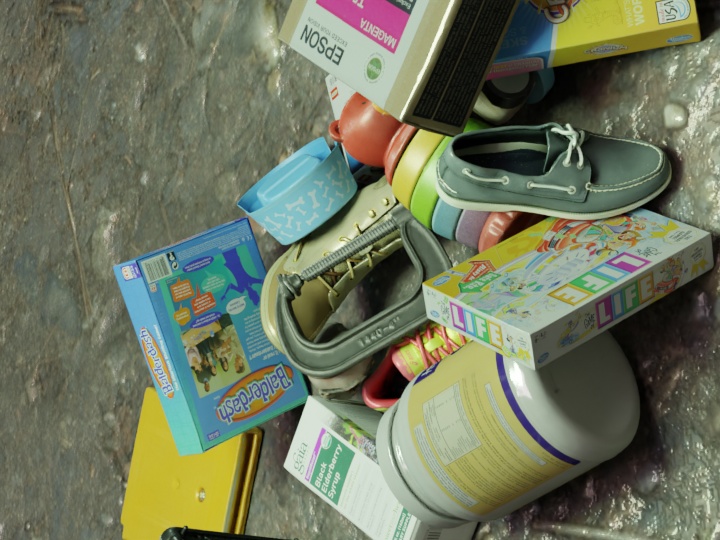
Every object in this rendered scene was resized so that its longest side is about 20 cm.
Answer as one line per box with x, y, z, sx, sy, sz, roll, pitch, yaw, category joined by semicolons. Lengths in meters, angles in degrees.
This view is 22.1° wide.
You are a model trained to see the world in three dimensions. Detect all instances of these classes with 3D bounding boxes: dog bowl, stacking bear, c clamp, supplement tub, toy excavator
-0.059;-0.076;1.826;0.111;0.050;0.200;-39;12;-3;dog bowl
0.069;-0.097;1.639;0.200;0.122;0.114;34;154;15;stacking bear
0.000;0.000;1.689;0.200;0.027;0.171;-35;61;2;c clamp
0.122;0.127;1.572;0.200;0.145;0.146;-35;58;40;supplement tub
0.119;-0.250;1.675;0.194;0.200;0.100;40;161;6;toy excavator

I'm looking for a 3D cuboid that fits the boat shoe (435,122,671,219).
0.162;-0.088;1.536;0.062;0.199;0.073;89;179;-58;boat shoe

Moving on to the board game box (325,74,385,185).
0.048;-0.188;1.801;0.200;0.035;0.127;-38;55;39;board game box

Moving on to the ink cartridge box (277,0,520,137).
0.034;-0.228;1.565;0.200;0.075;0.165;38;110;44;ink cartridge box

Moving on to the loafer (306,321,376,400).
-0.018;0.093;1.762;0.063;0.072;0.200;62;173;-11;loafer

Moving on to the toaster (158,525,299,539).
-0.111;0.339;1.770;0.181;0.200;0.119;39;108;45;toaster

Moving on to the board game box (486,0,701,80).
0.179;-0.253;1.572;0.199;0.040;0.154;-10;73;11;board game box

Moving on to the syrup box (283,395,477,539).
0.021;0.195;1.729;0.200;0.081;0.079;32;107;46;syrup box

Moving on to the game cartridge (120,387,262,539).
-0.188;0.233;2.011;0.200;0.032;0.177;16;96;52;game cartridge

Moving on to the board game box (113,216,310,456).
-0.146;0.064;1.843;0.045;0.152;0.201;-14;96;48;board game box

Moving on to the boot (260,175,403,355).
-0.007;-0.015;1.757;0.155;0.073;0.200;-27;24;41;boot

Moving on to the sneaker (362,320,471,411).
0.075;0.073;1.671;0.200;0.090;0.078;-49;64;35;sneaker

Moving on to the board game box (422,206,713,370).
0.169;0.004;1.506;0.134;0.200;0.034;25;134;48;board game box
